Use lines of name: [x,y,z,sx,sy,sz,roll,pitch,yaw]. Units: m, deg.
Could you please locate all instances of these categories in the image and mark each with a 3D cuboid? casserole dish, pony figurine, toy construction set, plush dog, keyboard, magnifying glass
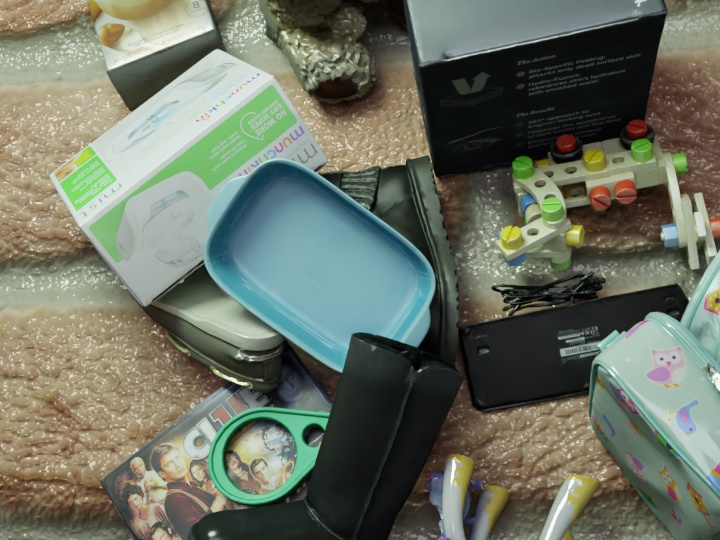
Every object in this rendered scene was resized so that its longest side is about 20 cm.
casserole dish: [-0.032,-0.003,0.898,0.199,0.039,0.122,35,98,-1]
pony figurine: [0.088,0.245,0.841,0.191,0.167,0.201,9,55,4]
toy construction set: [0.211,-0.058,0.957,0.198,0.093,0.132,0,44,0]
plush dog: [-0.015,-0.286,1.049,0.171,0.201,0.161,-28,46,-8]
keyboard: [0.184,0.052,0.958,0.198,0.040,0.105,-11,91,3]
magnifying glass: [-0.030,0.135,0.921,0.198,0.022,0.080,-21,67,2]

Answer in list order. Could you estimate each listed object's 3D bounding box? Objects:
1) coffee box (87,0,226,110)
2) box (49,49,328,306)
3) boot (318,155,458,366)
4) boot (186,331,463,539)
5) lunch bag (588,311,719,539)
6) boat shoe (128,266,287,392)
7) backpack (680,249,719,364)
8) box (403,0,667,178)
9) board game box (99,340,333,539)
coffee box: [-0.213,-0.277,1.111,0.113,0.080,0.201,-21,67,0]
box: [-0.153,-0.086,0.976,0.199,0.097,0.176,-38,27,-6]
boot: [0.000,0.001,0.971,0.156,0.080,0.213,-9,60,-1]
boot: [-0.027,0.142,0.855,0.201,0.164,0.066,-67,28,14]
lunch bag: [0.236,0.120,0.826,0.077,0.200,0.161,-32,66,-6]
boat shoe: [-0.139,0.043,0.970,0.072,0.061,0.201,-23,35,-39]
backpack: [0.328,0.042,0.843,0.153,0.200,0.176,33,77,19]
box: [0.143,-0.190,0.960,0.195,0.200,0.118,-11,67,3]
board game box: [-0.103,0.172,0.945,0.199,0.035,0.136,-37,68,-7]
